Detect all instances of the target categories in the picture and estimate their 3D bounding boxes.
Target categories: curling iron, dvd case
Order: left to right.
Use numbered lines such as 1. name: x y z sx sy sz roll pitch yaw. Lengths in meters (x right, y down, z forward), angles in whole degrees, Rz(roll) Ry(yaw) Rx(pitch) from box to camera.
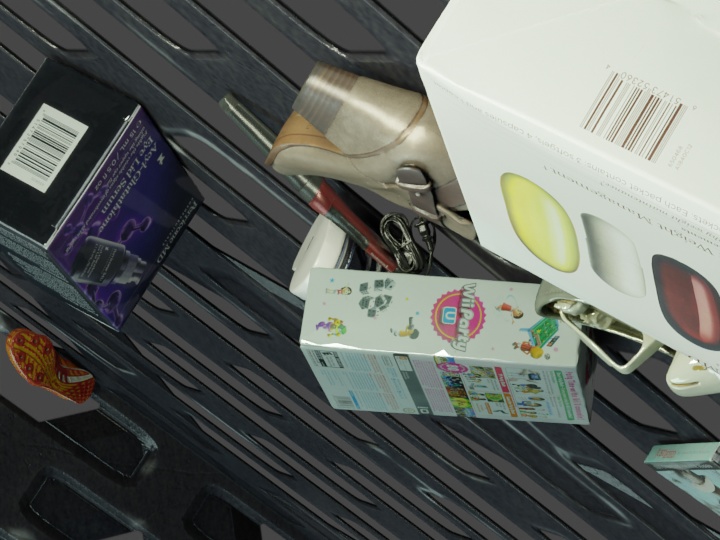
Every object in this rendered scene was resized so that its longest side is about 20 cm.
1. curling iron: -0.023 -0.064 1.808 0.200 0.050 0.026 38 -168 7
2. dvd case: 0.332 0.198 1.960 0.200 0.022 0.146 36 168 -9

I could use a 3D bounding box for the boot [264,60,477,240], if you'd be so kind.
1. boot: 0.019 -0.068 1.605 0.146 0.070 0.200 31 168 -1

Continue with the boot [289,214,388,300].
1. boot: 0.000 0.000 1.896 0.090 0.073 0.200 28 -174 -4

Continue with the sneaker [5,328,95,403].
1. sneaker: -0.481 0.145 3.724 0.077 0.073 0.200 19 162 35

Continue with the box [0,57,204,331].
1. box: -0.234 -0.062 2.097 0.104 0.148 0.200 27 168 22

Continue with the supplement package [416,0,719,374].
1. supplement package: 0.152 -0.065 1.083 0.191 0.148 0.200 28 166 21

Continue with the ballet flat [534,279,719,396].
1. ballet flat: 0.201 0.048 1.600 0.199 0.064 0.067 27 167 27

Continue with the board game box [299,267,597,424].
1. board game box: 0.067 0.057 1.797 0.199 0.065 0.148 4 161 10
